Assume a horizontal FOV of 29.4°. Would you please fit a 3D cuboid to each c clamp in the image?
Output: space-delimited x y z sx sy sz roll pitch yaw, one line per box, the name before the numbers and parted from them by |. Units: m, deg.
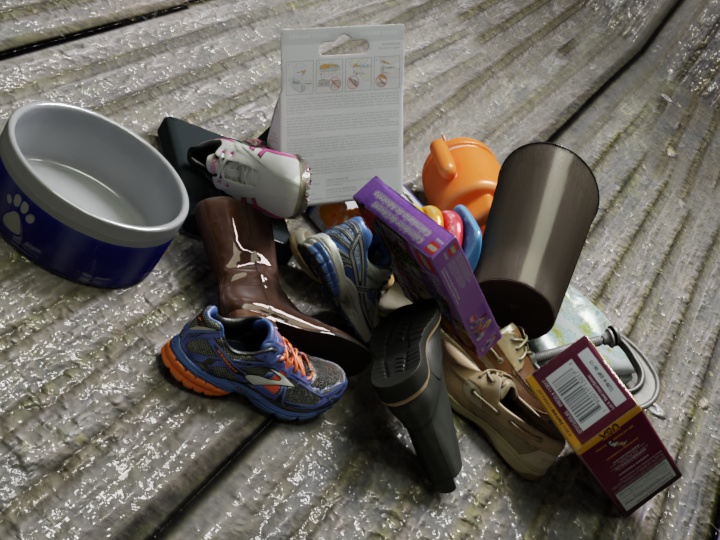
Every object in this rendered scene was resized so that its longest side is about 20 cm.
c clamp | 0.266 0.115 1.693 0.198 0.027 0.172 -8 54 -18

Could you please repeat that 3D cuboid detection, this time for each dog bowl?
dog bowl | -0.277 -0.078 1.382 0.199 0.079 0.201 28 27 -16

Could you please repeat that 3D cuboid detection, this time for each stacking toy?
stacking toy | 0.037 -0.043 1.669 0.198 0.117 0.110 19 19 -21

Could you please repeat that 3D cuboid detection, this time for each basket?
basket | 0.210 -0.025 1.711 0.134 0.181 0.201 13 53 13

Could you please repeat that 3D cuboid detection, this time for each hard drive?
hard drive | -0.159 -0.096 1.607 0.138 0.033 0.201 19 31 -30

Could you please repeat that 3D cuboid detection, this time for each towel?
towel | 0.269 0.080 1.813 0.199 0.048 0.172 2 41 -48

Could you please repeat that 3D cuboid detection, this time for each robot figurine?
robot figurine | 0.149 -0.105 1.903 0.142 0.117 0.201 12 34 -20

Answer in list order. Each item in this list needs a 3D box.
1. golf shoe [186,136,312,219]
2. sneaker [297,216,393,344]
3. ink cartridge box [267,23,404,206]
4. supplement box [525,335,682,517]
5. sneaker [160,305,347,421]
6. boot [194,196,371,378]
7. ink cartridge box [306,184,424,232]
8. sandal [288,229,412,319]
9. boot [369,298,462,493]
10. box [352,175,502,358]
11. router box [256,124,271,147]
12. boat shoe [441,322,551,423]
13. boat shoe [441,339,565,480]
golf shoe | -0.122 -0.101 1.503 0.091 0.074 0.199 2 12 -30
sneaker | 0.003 0.010 1.486 0.077 0.085 0.200 50 -7 28
ink cartridge box | -0.027 -0.179 1.581 0.161 0.203 0.057 -7 13 -26
supplement box | 0.272 0.175 1.521 0.111 0.085 0.200 58 5 39
sneaker | -0.091 0.088 1.328 0.198 0.079 0.076 16 33 -35
boot | -0.084 0.013 1.458 0.185 0.064 0.201 22 33 -35
ink cartridge box | 0.003 -0.084 1.776 0.199 0.039 0.100 -5 47 -51
sandal | 0.000 0.000 1.594 0.199 0.054 0.081 32 24 -38
boot | 0.066 0.128 1.439 0.139 0.077 0.200 64 22 -20
box | 0.075 -0.002 1.509 0.137 0.039 0.201 39 -13 38
router box | -0.042 -0.186 1.714 0.052 0.157 0.200 50 18 5
boat shoe | 0.162 0.097 1.617 0.199 0.074 0.076 39 18 8
boat shoe | 0.150 0.142 1.544 0.200 0.065 0.071 45 28 19
